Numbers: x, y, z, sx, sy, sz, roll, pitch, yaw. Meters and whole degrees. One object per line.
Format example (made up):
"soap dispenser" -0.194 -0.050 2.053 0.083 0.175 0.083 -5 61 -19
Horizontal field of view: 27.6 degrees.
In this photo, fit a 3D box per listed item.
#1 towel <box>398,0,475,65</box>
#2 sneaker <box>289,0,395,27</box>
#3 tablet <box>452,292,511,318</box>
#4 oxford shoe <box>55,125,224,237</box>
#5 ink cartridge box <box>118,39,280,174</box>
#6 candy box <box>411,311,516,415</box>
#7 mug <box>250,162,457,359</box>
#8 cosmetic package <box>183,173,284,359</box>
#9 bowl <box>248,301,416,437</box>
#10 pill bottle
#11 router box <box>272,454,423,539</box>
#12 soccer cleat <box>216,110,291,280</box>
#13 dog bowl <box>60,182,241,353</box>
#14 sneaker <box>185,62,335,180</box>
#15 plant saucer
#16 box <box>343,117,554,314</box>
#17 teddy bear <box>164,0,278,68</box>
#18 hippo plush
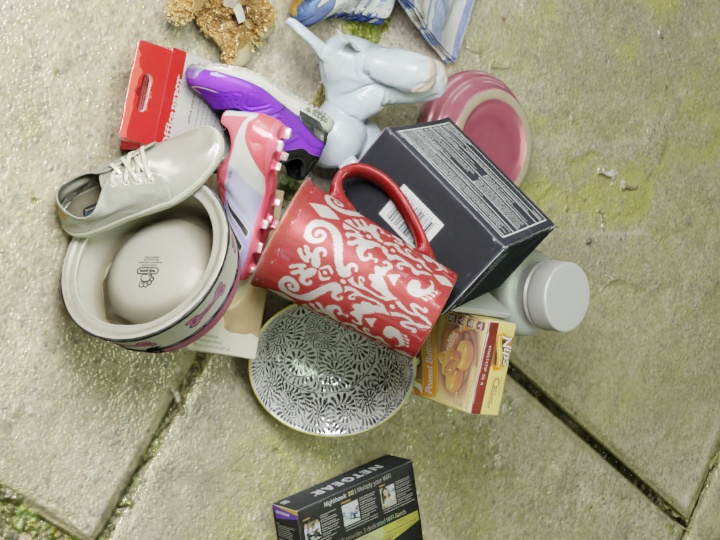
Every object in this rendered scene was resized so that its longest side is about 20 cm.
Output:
"towel" 0.101 -0.367 1.862 0.200 0.024 0.148 38 67 -59
"sneaker" 0.001 -0.332 1.787 0.200 0.075 0.088 -37 118 -32
"tablet" 0.089 -0.003 1.828 0.130 0.200 0.014 9 116 -41
"oxford shoe" -0.236 -0.097 1.545 0.199 0.075 0.058 -25 146 8
"ink cartridge box" -0.193 -0.176 1.638 0.199 0.067 0.117 15 84 -41
"candy box" 0.096 0.101 1.825 0.055 0.200 0.116 10 93 -43
"mug" 0.006 -0.014 1.620 0.199 0.133 0.178 29 97 1
"cosmetic package" -0.161 -0.005 1.680 0.105 0.071 0.201 11 88 -42
"bowl" -0.033 0.093 1.766 0.094 0.200 0.201 -90 154 -60
"pill bottle" 0.194 0.026 1.909 0.114 0.200 0.115 -5 97 -41
"router box" -0.010 0.341 1.860 0.199 0.052 0.158 -17 105 -39
"soccer cleat" -0.127 -0.083 1.599 0.067 0.076 0.201 -59 166 -56
"dog bowl" -0.215 -0.001 1.562 0.201 0.199 0.074 -63 148 -17
"sneaker" -0.116 -0.157 1.616 0.200 0.069 0.100 25 83 -39
"plant saucer" 0.162 -0.167 1.962 0.200 0.051 0.202 -5 98 -42
"box" 0.102 -0.069 1.760 0.200 0.123 0.198 47 25 11
"teddy bear" -0.165 -0.319 1.654 0.200 0.067 0.145 40 69 -42
"hippo plush" 0.006 -0.191 1.750 0.200 0.159 0.162 3 104 -60
